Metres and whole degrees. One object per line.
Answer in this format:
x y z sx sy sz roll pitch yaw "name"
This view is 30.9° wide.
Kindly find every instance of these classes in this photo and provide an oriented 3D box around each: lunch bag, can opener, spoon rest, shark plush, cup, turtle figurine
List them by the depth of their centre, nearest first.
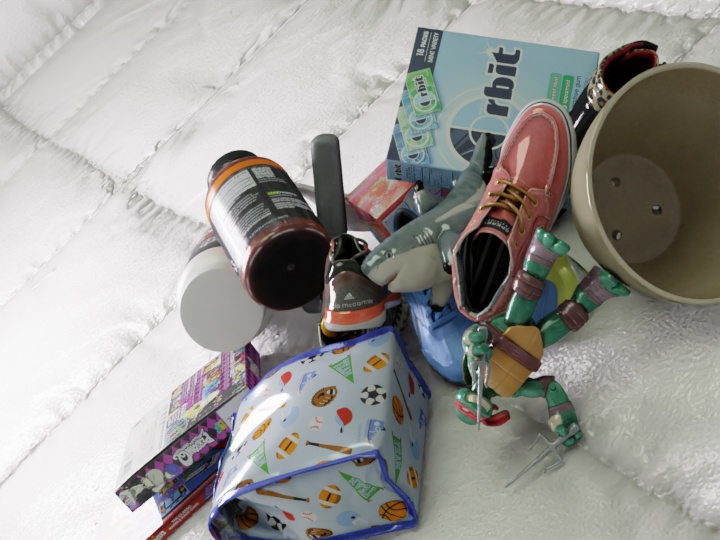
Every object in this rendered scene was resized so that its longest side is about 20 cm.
0.133 0.072 1.101 0.202 0.149 0.101 -58 34 4 "turtle figurine"
0.264 -0.064 1.144 0.201 0.200 0.143 -48 4 -14 "cup"
-0.042 0.168 1.222 0.197 0.125 0.171 -17 34 19 "lunch bag"
0.081 -0.060 1.233 0.202 0.082 0.091 -60 -9 -16 "shark plush"
-0.048 -0.051 1.471 0.066 0.204 0.053 -5 9 3 "can opener"
-0.042 -0.076 1.533 0.197 0.062 0.099 -6 15 -17 "spoon rest"

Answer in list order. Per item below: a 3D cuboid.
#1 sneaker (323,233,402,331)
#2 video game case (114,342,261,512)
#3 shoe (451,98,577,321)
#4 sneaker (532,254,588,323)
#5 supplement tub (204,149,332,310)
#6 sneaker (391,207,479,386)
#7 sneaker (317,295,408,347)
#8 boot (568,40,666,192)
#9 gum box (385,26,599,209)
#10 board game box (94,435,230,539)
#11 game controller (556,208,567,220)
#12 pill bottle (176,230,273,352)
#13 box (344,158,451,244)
0.000 0.000 1.290 0.076 0.083 0.200 -7 11 2 "sneaker"
-0.186 0.163 1.434 0.181 0.036 0.200 -39 13 3 "video game case"
0.137 -0.052 1.157 0.071 0.203 0.091 20 14 17 "shoe"
0.134 -0.001 1.272 0.105 0.076 0.200 -47 42 -1 "sneaker"
-0.105 -0.052 1.404 0.106 0.107 0.201 -38 40 3 "supplement tub"
0.071 0.023 1.289 0.065 0.079 0.202 -25 52 8 "sneaker"
0.000 0.055 1.367 0.077 0.082 0.201 -28 31 20 "sneaker"
0.265 -0.160 1.252 0.202 0.074 0.154 -28 -17 -30 "boot"
0.139 -0.161 1.362 0.197 0.045 0.172 10 65 9 "gum box"
-0.203 0.239 1.420 0.200 0.019 0.103 -42 28 -2 "board game box"
0.127 -0.045 1.372 0.200 0.042 0.104 -42 64 -3 "game controller"
-0.152 0.022 1.504 0.115 0.116 0.200 -36 11 6 "pill bottle"
0.094 -0.103 1.451 0.200 0.103 0.095 -44 30 -5 "box"
